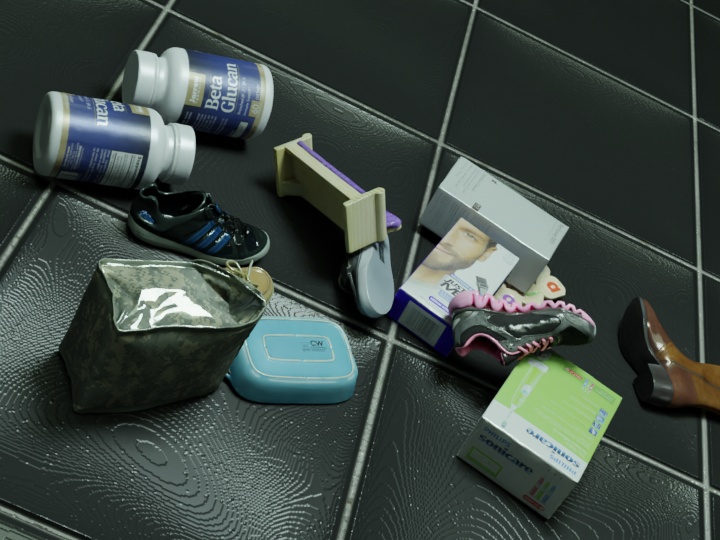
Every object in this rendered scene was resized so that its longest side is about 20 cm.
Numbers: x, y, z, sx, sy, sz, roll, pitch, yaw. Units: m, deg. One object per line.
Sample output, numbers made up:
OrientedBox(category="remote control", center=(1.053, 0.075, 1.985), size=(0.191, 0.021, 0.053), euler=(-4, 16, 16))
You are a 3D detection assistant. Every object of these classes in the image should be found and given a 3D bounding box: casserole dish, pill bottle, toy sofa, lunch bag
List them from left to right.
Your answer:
OrientedBox(category="pill bottle", center=(-0.327, -0.169, 1.729), size=(0.199, 0.111, 0.111), euler=(7, 44, -27))
OrientedBox(category="lunch bag", center=(-0.223, 0.074, 1.492), size=(0.199, 0.164, 0.118), euler=(1, 50, -32))
OrientedBox(category="pill bottle", center=(-0.236, -0.259, 1.871), size=(0.199, 0.111, 0.111), euler=(7, 44, -26))
OrientedBox(category="casserole dish", center=(-0.085, 0.108, 1.637), size=(0.199, 0.039, 0.122), euler=(5, 52, -31))
OrientedBox(category="toy sofa", center=(-0.032, -0.116, 1.820), size=(0.097, 0.083, 0.200), euler=(-24, 41, -25))

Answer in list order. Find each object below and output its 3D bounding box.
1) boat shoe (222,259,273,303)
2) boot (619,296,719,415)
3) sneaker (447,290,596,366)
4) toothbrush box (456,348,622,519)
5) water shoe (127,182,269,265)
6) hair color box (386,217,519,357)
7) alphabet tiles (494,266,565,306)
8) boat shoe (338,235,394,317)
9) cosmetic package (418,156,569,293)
OrientedBox(category="boat shoe", center=(-0.179, 0.034, 1.644), size=(0.073, 0.063, 0.200), euler=(44, 41, 16))
OrientedBox(category="boot", center=(0.500, 0.135, 1.967), size=(0.199, 0.069, 0.189), euler=(12, 42, -23))
OrientedBox(category="sneaker", center=(0.213, 0.089, 1.722), size=(0.199, 0.079, 0.096), euler=(6, 55, 3))
OrientedBox(category="toothbrush box", center=(0.239, 0.205, 1.709), size=(0.145, 0.086, 0.200), euler=(34, 38, 7))
OrientedBox(category="water shoe", center=(-0.205, -0.061, 1.716), size=(0.199, 0.079, 0.072), euler=(10, 43, -24))
OrientedBox(category="hair color box", center=(0.133, 0.021, 1.845), size=(0.109, 0.065, 0.200), euler=(36, 43, 7))
OrientedBox(category="alphabet tiles", center=(0.212, 0.014, 1.954), size=(0.195, 0.015, 0.200), euler=(-14, 56, -38))
OrientedBox(category="boat shoe", center=(0.000, 0.000, 1.797), size=(0.070, 0.066, 0.201), euler=(47, 26, -35))
OrientedBox(category="cosmetic package", center=(0.202, -0.069, 1.959), size=(0.199, 0.081, 0.113), euler=(32, 39, 4))
